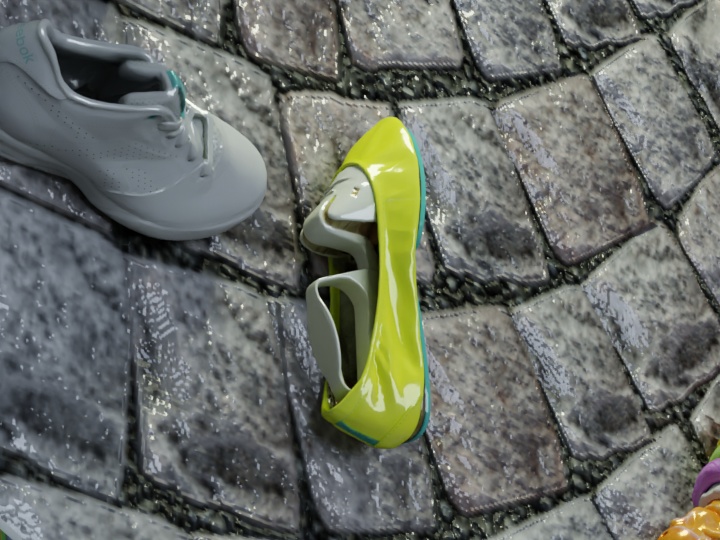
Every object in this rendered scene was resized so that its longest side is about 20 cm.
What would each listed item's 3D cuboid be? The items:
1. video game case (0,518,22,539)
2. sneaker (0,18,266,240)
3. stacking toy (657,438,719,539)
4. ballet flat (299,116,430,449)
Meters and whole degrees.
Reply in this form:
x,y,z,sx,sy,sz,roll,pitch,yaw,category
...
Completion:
x,y,z,sx,sy,sz,roll,pitch,yaw,category
-0.171,0.184,1.084,0.182,0.022,0.201,63,18,-67,video game case
-0.109,-0.074,1.313,0.200,0.088,0.076,20,55,-41,sneaker
0.247,0.136,1.606,0.200,0.116,0.110,-32,92,-40,stacking toy
0.000,0.000,1.420,0.067,0.067,0.201,12,62,-29,ballet flat
